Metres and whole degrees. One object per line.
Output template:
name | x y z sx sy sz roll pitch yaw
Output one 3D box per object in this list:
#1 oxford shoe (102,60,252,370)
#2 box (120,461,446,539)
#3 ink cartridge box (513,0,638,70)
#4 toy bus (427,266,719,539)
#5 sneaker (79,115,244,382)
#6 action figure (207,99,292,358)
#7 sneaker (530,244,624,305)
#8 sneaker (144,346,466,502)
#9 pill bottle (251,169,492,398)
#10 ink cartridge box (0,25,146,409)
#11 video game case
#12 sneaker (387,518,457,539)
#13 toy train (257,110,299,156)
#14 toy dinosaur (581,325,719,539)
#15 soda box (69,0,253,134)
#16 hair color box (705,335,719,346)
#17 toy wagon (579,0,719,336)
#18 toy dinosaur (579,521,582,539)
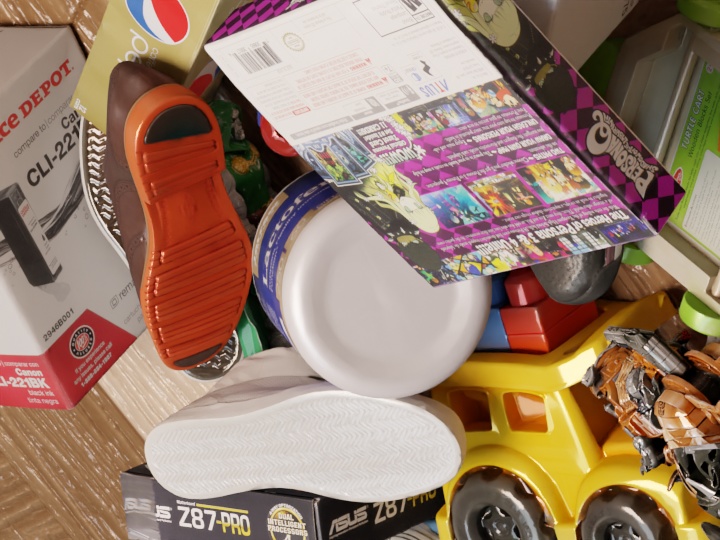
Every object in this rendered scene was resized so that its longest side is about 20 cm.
oxford shoe | -0.111 -0.033 1.740 0.073 0.071 0.201 44 146 46
box | -0.020 0.124 1.808 0.161 0.200 0.049 3 105 41
ink cartridge box | 0.046 -0.206 1.455 0.199 0.146 0.147 28 142 17
toy bus | 0.133 0.068 1.686 0.199 0.136 0.193 1 111 40
sneaker | -0.121 -0.031 1.857 0.072 0.085 0.201 -17 97 10
action figure | -0.059 -0.011 1.807 0.054 0.118 0.201 -13 111 18
sneaker | 0.064 -0.076 1.534 0.076 0.115 0.201 -18 82 47
sneaker | -0.014 0.079 1.712 0.199 0.116 0.074 -2 113 28
pill bottle | 0.000 0.000 1.672 0.116 0.116 0.200 51 177 -12
ink cartridge box | -0.210 -0.035 1.868 0.083 0.144 0.201 1 128 40
video game case | 0.037 -0.075 1.451 0.181 0.036 0.200 46 153 -17
sneaker | 0.062 0.187 1.746 0.072 0.072 0.200 47 -179 -26
toy train | 0.040 -0.116 1.624 0.199 0.085 0.116 12 117 25
toy dinosaur | 0.183 0.084 1.521 0.136 0.102 0.200 50 -176 -19
soda box | -0.104 -0.150 1.718 0.064 0.068 0.200 38 144 6
hair color box | 0.283 0.054 1.570 0.199 0.064 0.111 26 140 20
toy wagon | 0.168 -0.069 1.532 0.200 0.039 0.156 44 129 40
toy dinosaur | 0.083 0.183 1.844 0.181 0.105 0.200 -33 106 23
